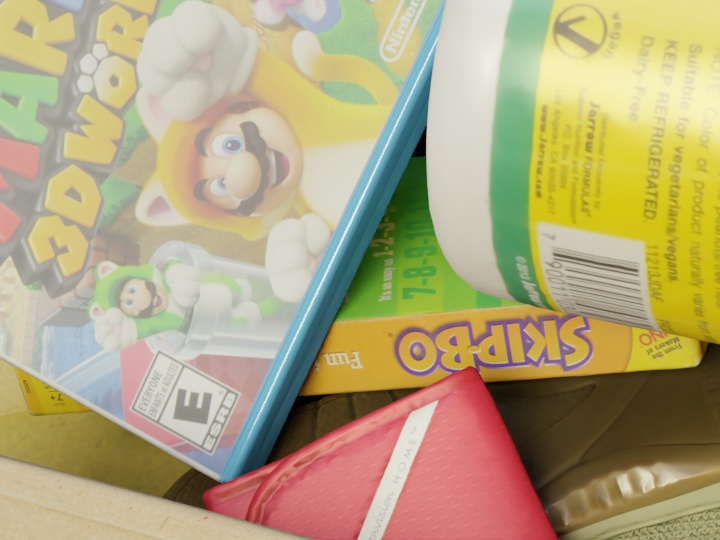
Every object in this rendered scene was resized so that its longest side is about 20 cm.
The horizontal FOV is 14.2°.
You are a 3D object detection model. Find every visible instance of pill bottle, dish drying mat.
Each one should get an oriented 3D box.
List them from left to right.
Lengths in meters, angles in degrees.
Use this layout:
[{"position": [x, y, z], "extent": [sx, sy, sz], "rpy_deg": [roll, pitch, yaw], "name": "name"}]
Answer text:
[{"position": [0.032, 0.125, 0.648], "extent": [0.077, 0.018, 0.200], "rpy_deg": [-25, 72, 4], "name": "dish drying mat"}, {"position": [0.125, -0.032, 0.628], "extent": [0.199, 0.113, 0.113], "rpy_deg": [12, 55, 19], "name": "pill bottle"}]

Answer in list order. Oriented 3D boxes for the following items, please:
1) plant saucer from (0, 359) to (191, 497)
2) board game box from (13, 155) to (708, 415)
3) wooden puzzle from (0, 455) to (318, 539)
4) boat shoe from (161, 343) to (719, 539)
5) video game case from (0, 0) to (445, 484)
[{"position": [-0.115, 0.090, 0.806], "extent": [0.199, 0.049, 0.200], "rpy_deg": [-13, 45, 17], "name": "plant saucer"}, {"position": [0.000, 0.000, 0.757], "extent": [0.199, 0.030, 0.096], "rpy_deg": [-3, 27, 20], "name": "board game box"}, {"position": [-0.068, 0.138, 0.631], "extent": [0.200, 0.046, 0.186], "rpy_deg": [12, 90, 34], "name": "wooden puzzle"}, {"position": [0.048, 0.062, 0.720], "extent": [0.199, 0.065, 0.073], "rpy_deg": [-13, 40, 6], "name": "boat shoe"}, {"position": [-0.081, -0.053, 0.735], "extent": [0.200, 0.018, 0.143], "rpy_deg": [28, 96, 22], "name": "video game case"}]
